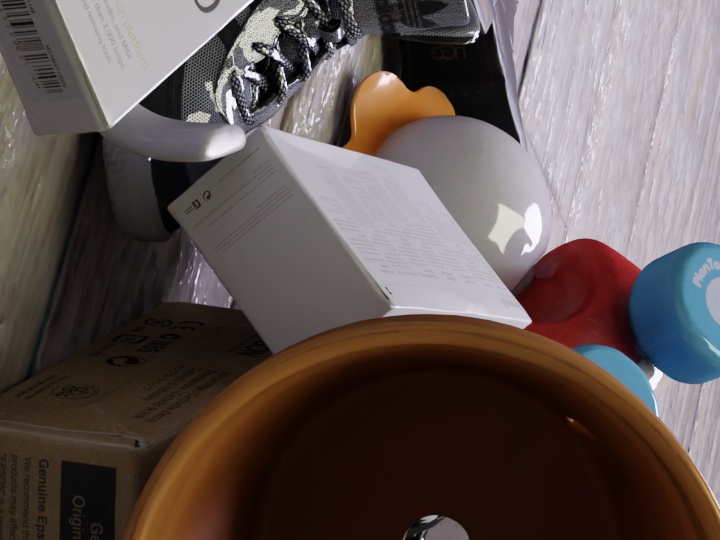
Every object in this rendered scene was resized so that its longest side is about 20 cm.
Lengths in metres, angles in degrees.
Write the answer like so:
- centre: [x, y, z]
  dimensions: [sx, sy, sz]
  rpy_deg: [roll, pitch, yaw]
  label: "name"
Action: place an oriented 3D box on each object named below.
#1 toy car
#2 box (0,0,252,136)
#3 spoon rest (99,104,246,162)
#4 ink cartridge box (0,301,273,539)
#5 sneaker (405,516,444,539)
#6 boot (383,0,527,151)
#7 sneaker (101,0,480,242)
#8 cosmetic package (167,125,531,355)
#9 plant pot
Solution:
- centre: [0.042, 0.007, 1.333]
  dimensions: [0.177, 0.184, 0.200]
  rpy_deg: [-39, 97, -40]
  label: "toy car"
- centre: [-0.062, -0.154, 0.934]
  dimensions: [0.200, 0.036, 0.144]
  rpy_deg: [-48, 126, -43]
  label: "box"
- centre: [-0.085, -0.134, 0.991]
  dimensions: [0.099, 0.061, 0.200]
  rpy_deg: [-23, 106, -71]
  label: "spoon rest"
- centre: [-0.077, 0.112, 1.065]
  dimensions: [0.200, 0.075, 0.165]
  rpy_deg: [-34, 128, -68]
  label: "ink cartridge box"
- centre: [0.002, 0.121, 1.200]
  dimensions: [0.073, 0.112, 0.200]
  rpy_deg: [6, 73, -39]
  label: "sneaker"
- centre: [0.067, -0.138, 1.425]
  dimensions: [0.174, 0.069, 0.200]
  rpy_deg: [-63, 152, -45]
  label: "boot"
- centre: [-0.020, -0.092, 1.091]
  dimensions: [0.076, 0.114, 0.200]
  rpy_deg: [74, 30, -52]
  label: "sneaker"
- centre: [0.000, 0.000, 1.105]
  dimensions: [0.051, 0.083, 0.200]
  rpy_deg: [-41, 167, 11]
  label: "cosmetic package"
- centre: [0.023, 0.105, 0.976]
  dimensions: [0.140, 0.200, 0.200]
  rpy_deg: [-73, 169, -81]
  label: "plant pot"
